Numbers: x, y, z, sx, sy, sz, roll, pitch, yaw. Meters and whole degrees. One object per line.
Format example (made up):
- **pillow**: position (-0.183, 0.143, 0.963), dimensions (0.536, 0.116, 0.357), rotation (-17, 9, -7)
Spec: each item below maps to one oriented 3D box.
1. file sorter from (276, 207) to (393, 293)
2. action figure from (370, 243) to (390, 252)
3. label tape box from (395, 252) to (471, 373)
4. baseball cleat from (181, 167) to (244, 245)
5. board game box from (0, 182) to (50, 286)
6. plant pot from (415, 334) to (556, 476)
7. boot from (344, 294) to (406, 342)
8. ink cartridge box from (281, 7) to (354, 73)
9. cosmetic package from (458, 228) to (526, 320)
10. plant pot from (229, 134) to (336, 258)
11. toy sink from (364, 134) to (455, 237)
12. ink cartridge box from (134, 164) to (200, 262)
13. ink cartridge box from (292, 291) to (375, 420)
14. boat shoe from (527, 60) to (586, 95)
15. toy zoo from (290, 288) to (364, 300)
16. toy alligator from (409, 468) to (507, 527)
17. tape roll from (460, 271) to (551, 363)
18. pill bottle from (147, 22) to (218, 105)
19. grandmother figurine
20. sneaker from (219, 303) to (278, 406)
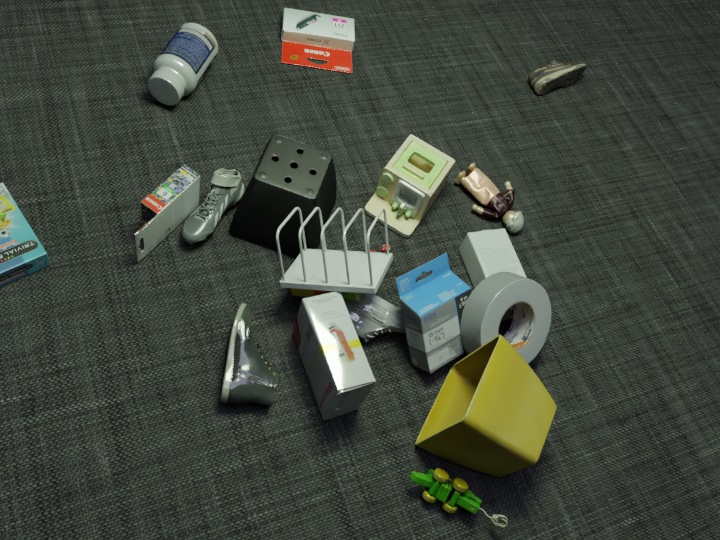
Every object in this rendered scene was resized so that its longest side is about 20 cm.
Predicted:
- **file sorter**: position (-0.052, -0.048, 1.422), dimensions (0.198, 0.126, 0.139), rotation (3, 30, 18)
- **action figure**: position (0.000, 0.000, 1.571), dimensions (0.065, 0.052, 0.200), rotation (32, 52, 26)
- **label tape box**: position (0.160, 0.087, 1.472), dimensions (0.143, 0.202, 0.063), rotation (-26, 27, -29)
- **baseball cleat**: position (-0.322, -0.150, 1.549), dimensions (0.069, 0.107, 0.201), rotation (19, 49, 15)
- **board game box**: position (-0.733, -0.064, 1.424), dimensions (0.150, 0.047, 0.200), rotation (-29, 69, -28)
- **plant pot**: position (0.253, 0.281, 1.384), dimensions (0.176, 0.200, 0.201), rotation (36, 56, -5)
- **boot**: position (0.038, 0.111, 1.509), dimensions (0.199, 0.074, 0.096), rotation (31, 86, -10)
- **ink cartridge box**: position (-0.114, -0.620, 1.940), dimensions (0.198, 0.044, 0.175), rotation (5, 56, -11)
- **cosmetic package**: position (0.308, 0.010, 1.631), dimensions (0.100, 0.071, 0.201), rotation (-7, 61, -19)
- **plant pot**: position (-0.154, -0.171, 1.563), dimensions (0.198, 0.178, 0.201), rotation (20, 56, -2)
- **toy sink**: position (0.116, -0.201, 1.691), dimensions (0.130, 0.112, 0.200), rotation (32, 56, 7)
- **ink cartridge box**: position (-0.416, -0.120, 1.503), dimensions (0.050, 0.109, 0.200), rotation (34, 56, 8)
- **ink cartridge box**: position (-0.056, 0.166, 1.395), dimensions (0.083, 0.146, 0.201), rotation (-11, 62, -22)
- **boat shoe**: position (0.563, -0.569, 2.064), dimensions (0.199, 0.075, 0.074), rotation (-23, 66, -27)
- **toy zoo**: position (-0.058, 0.011, 1.504), dimensions (0.198, 0.021, 0.131), rotation (2, 36, 31)
- **toy alligator**: position (0.184, 0.420, 1.353), dimensions (0.199, 0.060, 0.054), rotation (26, 15, 3)
- **tape roll**: position (0.303, 0.107, 1.495), dimensions (0.199, 0.202, 0.066), rotation (-23, 24, -26)
- **pill bottle**: position (-0.431, -0.494, 1.736), dimensions (0.110, 0.111, 0.201), rotation (21, 55, 0)
- **grandmother figurine**: position (0.327, -0.174, 1.765), dimensions (0.121, 0.061, 0.200), rotation (-39, 75, -2)
- **sneaker**: position (-0.209, 0.167, 1.405), dimensions (0.105, 0.075, 0.202), rotation (11, 65, -13)
